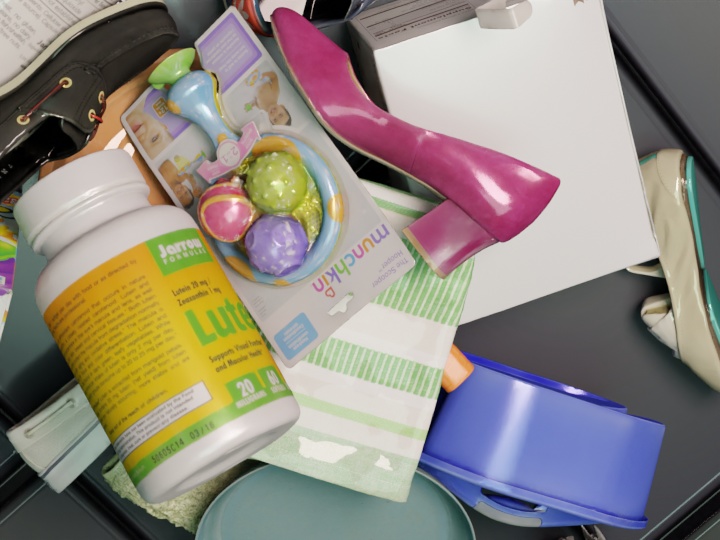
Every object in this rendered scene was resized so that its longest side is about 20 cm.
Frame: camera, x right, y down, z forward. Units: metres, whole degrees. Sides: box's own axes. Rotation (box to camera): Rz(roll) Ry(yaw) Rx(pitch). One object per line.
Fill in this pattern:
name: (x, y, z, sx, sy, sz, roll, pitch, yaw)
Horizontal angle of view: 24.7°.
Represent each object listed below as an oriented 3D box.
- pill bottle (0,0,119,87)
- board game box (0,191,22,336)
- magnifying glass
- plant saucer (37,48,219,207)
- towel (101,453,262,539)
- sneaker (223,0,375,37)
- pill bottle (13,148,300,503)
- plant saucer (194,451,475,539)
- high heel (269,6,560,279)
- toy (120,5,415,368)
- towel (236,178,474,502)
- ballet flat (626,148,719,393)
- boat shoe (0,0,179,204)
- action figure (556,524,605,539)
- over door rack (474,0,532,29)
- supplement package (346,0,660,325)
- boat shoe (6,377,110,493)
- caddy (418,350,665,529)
pill bottle: (-0.188, -0.210, 1.017, 0.200, 0.114, 0.114, -42, 111, 5)
board game box: (-0.276, 0.013, 1.030, 0.104, 0.200, 0.104, 15, 105, -15)
magnifying glass: (0.000, 0.000, 1.090, 0.080, 0.022, 0.200, -43, 94, -8)
plant saucer: (-0.114, -0.048, 1.095, 0.199, 0.032, 0.202, 0, 88, -9)
towel: (-0.072, 0.141, 1.184, 0.200, 0.037, 0.149, 32, 105, -30)
sneaker: (0.007, -0.204, 1.074, 0.199, 0.085, 0.075, -28, 112, -1)
pill bottle: (-0.130, 0.031, 1.010, 0.111, 0.111, 0.201, -31, 81, 1)
plant saucer: (-0.018, 0.192, 1.170, 0.199, 0.028, 0.201, -1, 129, -1)
high heel: (0.031, -0.098, 1.009, 0.096, 0.067, 0.200, -37, 85, 9)
toy: (-0.070, -0.050, 1.017, 0.115, 0.047, 0.201, -40, 76, 26)
towel: (-0.014, 0.039, 1.069, 0.152, 0.023, 0.201, 16, 100, -4)
ballet flat: (0.230, 0.006, 1.208, 0.069, 0.070, 0.201, -18, 109, -4)
boat shoe: (-0.187, -0.096, 1.004, 0.201, 0.074, 0.063, -39, 77, -24)
action figure: (0.140, 0.275, 1.276, 0.199, 0.069, 0.131, -21, 102, -8)
over door rack: (0.093, -0.256, 1.035, 0.066, 0.200, 0.148, -5, 117, 35)
supplement package: (0.095, -0.090, 1.117, 0.155, 0.111, 0.201, -18, 111, -4)
boat shoe: (-0.165, 0.060, 1.142, 0.070, 0.071, 0.200, 44, 93, -5)
caddy: (0.118, 0.130, 1.175, 0.199, 0.141, 0.106, 19, 90, -16)
